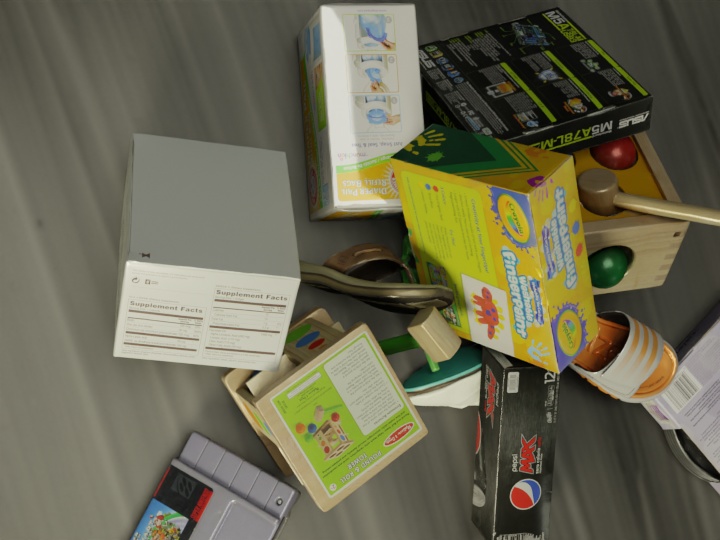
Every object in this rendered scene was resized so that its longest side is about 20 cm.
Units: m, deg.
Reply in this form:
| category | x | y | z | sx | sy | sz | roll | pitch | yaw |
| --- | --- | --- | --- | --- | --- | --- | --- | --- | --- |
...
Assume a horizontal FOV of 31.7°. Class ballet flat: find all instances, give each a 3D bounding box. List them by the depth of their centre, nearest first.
| category | x | y | z | sx | sy | sz | roll | pitch | yaw |
| --- | --- | --- | --- | --- | --- | --- | --- | --- | --- |
| ballet flat | 0.136 | 0.101 | 1.322 | 0.198 | 0.069 | 0.070 | -31 | 92 | -15 |

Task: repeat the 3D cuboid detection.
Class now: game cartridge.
| category | x | y | z | sx | sy | sz | roll | pitch | yaw |
| --- | --- | --- | --- | --- | --- | --- | --- | --- | --- |
| game cartridge | -0.158 | 0.271 | 1.218 | 0.128 | 0.038 | 0.202 | 26 | 81 | 14 |

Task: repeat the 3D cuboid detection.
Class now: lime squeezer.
| category | x | y | z | sx | sy | sz | roll | pitch | yaw |
| --- | --- | --- | --- | --- | --- | --- | --- | --- | --- |
| lime squeezer | 0.070 | 0.002 | 1.322 | 0.070 | 0.038 | 0.203 | 25 | 66 | -23 |

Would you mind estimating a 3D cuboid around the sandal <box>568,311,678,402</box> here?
| category | x | y | z | sx | sy | sz | roll | pitch | yaw |
| --- | --- | --- | --- | --- | --- | --- | --- | --- | --- |
| sandal | 0.247 | 0.076 | 1.297 | 0.204 | 0.059 | 0.080 | 24 | 78 | -17 |

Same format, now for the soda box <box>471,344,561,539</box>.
| category | x | y | z | sx | sy | sz | roll | pitch | yaw |
| --- | --- | --- | --- | --- | --- | --- | --- | --- | --- |
| soda box | 0.155 | 0.176 | 1.276 | 0.062 | 0.071 | 0.203 | -2 | 108 | -14 |

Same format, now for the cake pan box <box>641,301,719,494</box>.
| category | x | y | z | sx | sy | sz | roll | pitch | yaw |
| --- | --- | --- | --- | --- | --- | --- | --- | --- | --- |
| cake pan box | 0.424 | 0.140 | 1.389 | 0.200 | 0.052 | 0.184 | -45 | 93 | -14 |

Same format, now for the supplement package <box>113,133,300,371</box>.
| category | x | y | z | sx | sy | sz | roll | pitch | yaw |
| --- | --- | --- | --- | --- | --- | --- | --- | --- | --- |
| supplement package | -0.145 | -0.020 | 1.182 | 0.153 | 0.112 | 0.201 | 6 | 38 | -13 |

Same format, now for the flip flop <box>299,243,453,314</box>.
| category | x | y | z | sx | sy | sz | roll | pitch | yaw |
| --- | --- | --- | --- | --- | --- | --- | --- | --- | --- |
| flip flop | 0.000 | 0.000 | 1.247 | 0.198 | 0.081 | 0.058 | 14 | 83 | 32 |

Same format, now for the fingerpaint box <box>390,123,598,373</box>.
| category | x | y | z | sx | sy | sz | roll | pitch | yaw |
| --- | --- | --- | --- | --- | --- | --- | --- | --- | --- |
| fingerpaint box | 0.129 | -0.023 | 1.197 | 0.073 | 0.165 | 0.202 | -39 | 129 | -31 |

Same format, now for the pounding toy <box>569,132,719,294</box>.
| category | x | y | z | sx | sy | sz | roll | pitch | yaw |
| --- | --- | --- | --- | --- | --- | --- | --- | --- | --- |
| pounding toy | 0.247 | -0.065 | 1.275 | 0.181 | 0.143 | 0.202 | -7 | 51 | -14 |

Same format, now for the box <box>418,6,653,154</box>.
| category | x | y | z | sx | sy | sz | roll | pitch | yaw |
| --- | --- | --- | --- | --- | --- | --- | --- | --- | --- |
| box | 0.166 | -0.186 | 1.298 | 0.190 | 0.201 | 0.048 | -16 | 132 | -16 |

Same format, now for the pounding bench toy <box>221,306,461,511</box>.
| category | x | y | z | sx | sy | sz | roll | pitch | yaw |
| --- | --- | --- | --- | --- | --- | --- | --- | --- | --- |
| pounding bench toy | -0.011 | 0.105 | 1.228 | 0.199 | 0.156 | 0.125 | -35 | 106 | -12 |

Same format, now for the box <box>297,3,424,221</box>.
| category | x | y | z | sx | sy | sz | roll | pitch | yaw |
| --- | --- | --- | --- | --- | --- | --- | --- | --- | --- |
| box | 0.001 | -0.155 | 1.284 | 0.100 | 0.112 | 0.204 | -3 | 86 | -15 |
